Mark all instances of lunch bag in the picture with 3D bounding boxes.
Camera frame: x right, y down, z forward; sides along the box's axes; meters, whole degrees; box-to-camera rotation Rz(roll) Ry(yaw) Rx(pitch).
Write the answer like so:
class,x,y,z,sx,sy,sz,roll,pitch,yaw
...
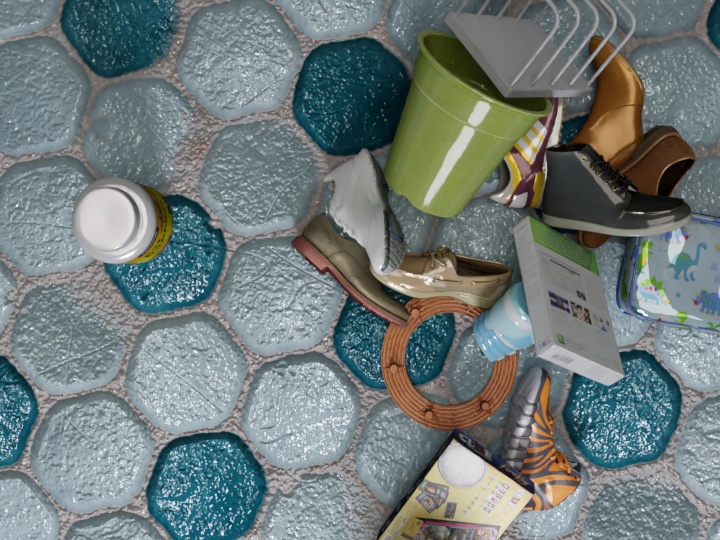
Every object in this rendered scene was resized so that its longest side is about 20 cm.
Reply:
class,x,y,z,sx,sy,sz,roll,pitch,yaw
lunch bag,0.464,0.001,1.400,0.196,0.082,0.164,10,91,-1

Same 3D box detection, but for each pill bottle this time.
class,x,y,z,sx,sy,sz,roll,pitch,yaw
pill bottle,-0.313,-0.064,1.327,0.107,0.200,0.112,0,91,-1

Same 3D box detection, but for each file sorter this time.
class,x,y,z,sx,sy,sz,roll,pitch,yaw
file sorter,0.236,-0.317,1.294,0.140,0.198,0.125,55,130,22

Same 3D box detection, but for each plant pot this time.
class,x,y,z,sx,sy,sz,roll,pitch,yaw
plant pot,0.122,-0.181,1.336,0.198,0.201,0.192,28,117,-1

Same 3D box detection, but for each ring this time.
class,x,y,z,sx,sy,sz,roll,pitch,yaw
ring,0.127,0.125,1.428,0.196,0.019,0.205,0,92,-1

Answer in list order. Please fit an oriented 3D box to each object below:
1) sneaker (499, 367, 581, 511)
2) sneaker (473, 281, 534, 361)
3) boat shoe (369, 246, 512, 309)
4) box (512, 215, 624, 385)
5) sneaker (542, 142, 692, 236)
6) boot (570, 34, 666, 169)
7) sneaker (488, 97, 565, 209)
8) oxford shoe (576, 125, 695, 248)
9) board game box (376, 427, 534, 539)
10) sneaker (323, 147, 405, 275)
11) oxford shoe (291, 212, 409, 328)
class,x,y,z,sx,sy,sz,roll,pitch,yaw
sneaker,0.259,0.239,1.410,0.110,0.078,0.204,12,101,-5
sneaker,0.233,0.077,1.395,0.130,0.198,0.081,-38,54,37
boat shoe,0.110,-0.004,1.386,0.196,0.072,0.065,11,128,-14
box,0.273,0.039,1.331,0.143,0.036,0.203,24,48,-34
sneaker,0.330,-0.108,1.314,0.197,0.075,0.108,5,112,26
boot,0.332,-0.206,1.401,0.143,0.071,0.203,-35,95,-1
sneaker,0.227,-0.189,1.397,0.088,0.075,0.204,6,90,-7
oxford shoe,0.372,-0.098,1.369,0.071,0.072,0.201,16,122,-40
board game box,0.129,0.333,1.388,0.134,0.035,0.201,34,111,0
sneaker,0.005,-0.071,1.372,0.086,0.075,0.202,-24,51,11
oxford shoe,0.000,0.000,1.400,0.199,0.070,0.075,40,84,-2
